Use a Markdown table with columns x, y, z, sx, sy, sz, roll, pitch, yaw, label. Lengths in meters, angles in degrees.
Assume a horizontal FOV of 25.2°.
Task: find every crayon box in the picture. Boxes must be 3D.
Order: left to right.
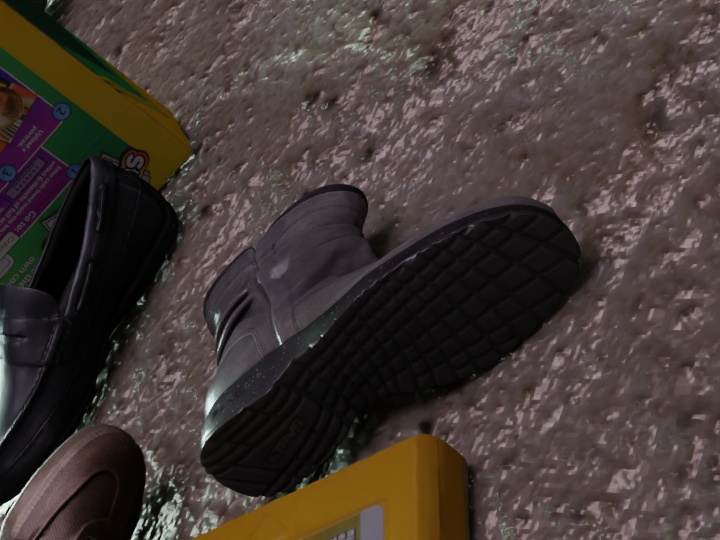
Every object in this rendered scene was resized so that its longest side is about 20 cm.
| x | y | z | sx | sy | sz | roll | pitch | yaw | label |
| --- | --- | --- | --- | --- | --- | --- | --- | --- | --- |
| -0.226 | -0.054 | 0.932 | 0.200 | 0.172 | 0.058 | -46 | 38 | 8 | crayon box |

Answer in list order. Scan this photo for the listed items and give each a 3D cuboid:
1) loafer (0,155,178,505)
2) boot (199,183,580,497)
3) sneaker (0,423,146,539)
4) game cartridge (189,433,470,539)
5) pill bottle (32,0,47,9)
| x | y | z | sx | sy | sz | roll | pitch | yaw | label |
| --- | --- | --- | --- | --- | --- | --- | --- | --- | --- |
| -0.173 | 0.031 | 0.884 | 0.068 | 0.070 | 0.202 | 4 | 63 | 51 | loafer |
| 0.000 | 0.000 | 0.720 | 0.199 | 0.070 | 0.132 | -32 | 34 | 20 | boot |
| -0.137 | 0.171 | 0.738 | 0.075 | 0.070 | 0.201 | 17 | 75 | 34 | sneaker |
| -0.033 | 0.180 | 0.623 | 0.176 | 0.032 | 0.201 | -29 | 40 | 30 | game cartridge |
| -0.296 | -0.152 | 1.160 | 0.106 | 0.106 | 0.201 | -21 | 44 | 36 | pill bottle |
